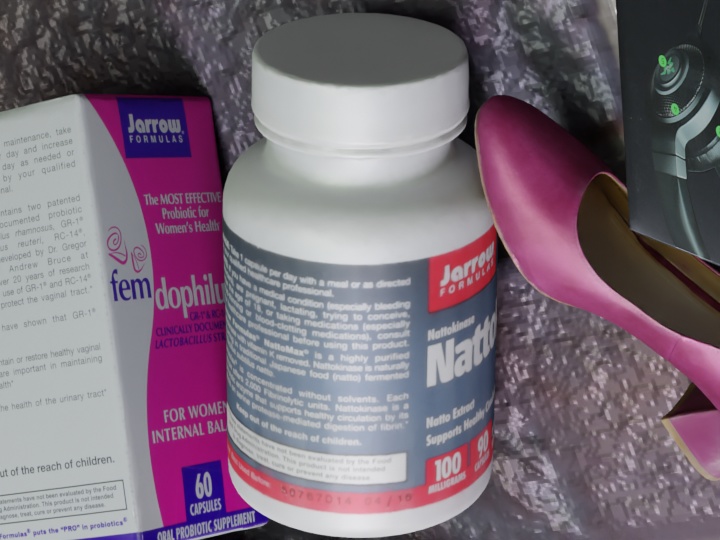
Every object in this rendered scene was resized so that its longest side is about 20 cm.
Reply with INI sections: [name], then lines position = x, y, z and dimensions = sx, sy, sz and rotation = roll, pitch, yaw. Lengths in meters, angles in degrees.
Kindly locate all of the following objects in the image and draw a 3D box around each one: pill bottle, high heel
[pill bottle]
position = 0.000, 0.000, 1.078
dimensions = 0.119, 0.120, 0.201
rotation = 13, 118, 26
[high heel]
position = 0.130, 0.001, 1.028
dimensions = 0.096, 0.067, 0.200
rotation = -24, 103, 46

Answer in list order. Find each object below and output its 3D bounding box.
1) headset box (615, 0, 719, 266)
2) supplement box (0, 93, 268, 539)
[headset box]
position = 0.178, -0.083, 0.909
dimensions = 0.174, 0.092, 0.201
rotation = 24, 126, 54
[supplement box]
position = -0.121, 0.027, 1.140
dimensions = 0.103, 0.101, 0.201
rotation = -11, 87, 33
